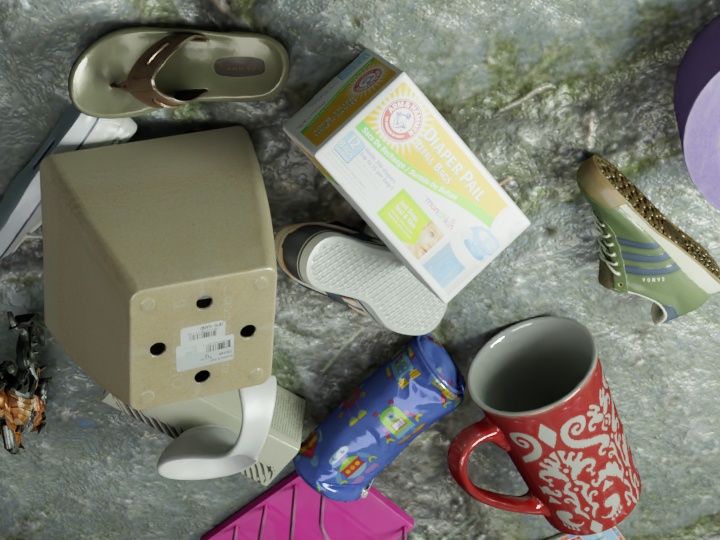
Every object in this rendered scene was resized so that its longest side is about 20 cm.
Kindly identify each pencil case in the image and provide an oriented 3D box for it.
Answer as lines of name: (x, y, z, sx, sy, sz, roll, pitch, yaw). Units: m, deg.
pencil case: (0.022, 0.154, 1.814, 0.087, 0.078, 0.200, 43, 109, -6)

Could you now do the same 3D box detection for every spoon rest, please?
spoon rest: (-0.132, 0.167, 1.731, 0.099, 0.061, 0.200, 3, 151, -24)

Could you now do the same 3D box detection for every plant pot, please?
plant pot: (-0.170, 0.010, 1.634, 0.199, 0.177, 0.201, -11, 129, -21)

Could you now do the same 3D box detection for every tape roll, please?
tape roll: (0.382, -0.140, 1.595, 0.199, 0.085, 0.201, 2, 127, 2)

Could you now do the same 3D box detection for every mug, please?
mug: (0.183, 0.169, 1.808, 0.177, 0.134, 0.200, -20, 127, 12)

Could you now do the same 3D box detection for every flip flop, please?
flip flop: (-0.162, -0.175, 1.597, 0.199, 0.058, 0.081, -1, 103, 2)

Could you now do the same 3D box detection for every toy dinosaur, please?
toy dinosaur: (-0.348, 0.113, 1.779, 0.102, 0.136, 0.200, -2, 170, -14)

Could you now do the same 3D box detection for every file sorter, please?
file sorter: (-0.062, 0.321, 1.930, 0.200, 0.126, 0.139, -37, 116, 26)

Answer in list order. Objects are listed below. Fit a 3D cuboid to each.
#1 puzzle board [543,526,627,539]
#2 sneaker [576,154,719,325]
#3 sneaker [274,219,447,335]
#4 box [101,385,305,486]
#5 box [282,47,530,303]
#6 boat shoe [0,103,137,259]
puzzle board: (0.258, 0.368, 2.016, 0.150, 0.017, 0.200, -25, 121, 20)
sneaker: (0.255, -0.018, 1.699, 0.090, 0.067, 0.200, -40, 118, 21)
sneaker: (0.000, 0.000, 1.728, 0.200, 0.079, 0.079, 28, 90, -43)
box: (-0.157, 0.133, 1.824, 0.200, 0.082, 0.068, 30, 124, -16)
box: (0.041, -0.086, 1.618, 0.112, 0.101, 0.200, -44, 117, -1)
boat shoe: (-0.274, -0.075, 1.689, 0.086, 0.075, 0.202, 31, 112, -23)
